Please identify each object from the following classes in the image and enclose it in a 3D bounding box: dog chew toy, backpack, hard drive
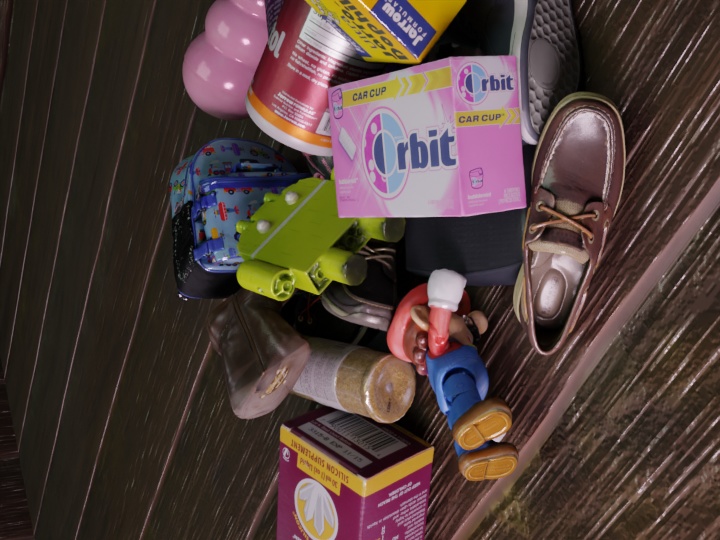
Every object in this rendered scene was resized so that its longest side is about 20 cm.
[{"bbox_3d":[-0.151,-0.296,1.204,0.201,0.123,0.125,-61,41,27],"label":"dog chew toy"},{"bbox_3d":[-0.137,-0.074,1.128,0.135,0.180,0.203,132,134,-54],"label":"backpack"},{"bbox_3d":[0.102,-0.054,0.849,0.199,0.042,0.137,-2,89,60],"label":"hard drive"}]

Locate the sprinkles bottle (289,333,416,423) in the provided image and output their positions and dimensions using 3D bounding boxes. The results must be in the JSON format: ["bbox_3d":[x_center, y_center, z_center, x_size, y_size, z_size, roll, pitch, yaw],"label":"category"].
[{"bbox_3d":[-0.033,0.104,0.960,0.199,0.068,0.069,7,97,50],"label":"sprinkles bottle"}]

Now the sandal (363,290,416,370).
[{"bbox_3d":[0.032,0.100,0.988,0.200,0.042,0.077,-48,58,37],"label":"sandal"}]

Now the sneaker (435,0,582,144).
[{"bbox_3d":[0.106,-0.188,0.790,0.145,0.076,0.205,-15,69,47],"label":"sneaker"}]

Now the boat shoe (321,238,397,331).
[{"bbox_3d":[0.000,0.000,0.956,0.200,0.074,0.074,-119,44,-69],"label":"boat shoe"}]

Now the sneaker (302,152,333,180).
[{"bbox_3d":[-0.049,-0.148,1.085,0.200,0.078,0.097,49,143,49],"label":"sneaker"}]

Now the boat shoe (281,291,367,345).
[{"bbox_3d":[-0.048,0.058,1.059,0.074,0.063,0.201,-62,20,-17],"label":"boat shoe"}]

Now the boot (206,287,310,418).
[{"bbox_3d":[-0.076,0.043,0.951,0.187,0.064,0.200,-49,24,3],"label":"boot"}]

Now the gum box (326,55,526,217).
[{"bbox_3d":[0.045,-0.104,0.774,0.199,0.065,0.115,4,102,59],"label":"gum box"}]

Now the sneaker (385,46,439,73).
[{"bbox_3d":[0.015,-0.266,0.945,0.080,0.087,0.203,-42,57,50],"label":"sneaker"}]

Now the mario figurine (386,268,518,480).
[{"bbox_3d":[0.096,0.078,0.827,0.124,0.105,0.201,-63,29,30],"label":"mario figurine"}]

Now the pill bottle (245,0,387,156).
[{"bbox_3d":[-0.024,-0.218,0.870,0.113,0.112,0.201,56,129,42],"label":"pill bottle"}]

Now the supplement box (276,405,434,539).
[{"bbox_3d":[-0.011,0.254,0.957,0.130,0.102,0.203,22,117,41],"label":"supplement box"}]

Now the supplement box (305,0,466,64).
[{"bbox_3d":[0.046,-0.276,0.735,0.201,0.108,0.109,-55,26,-3],"label":"supplement box"}]

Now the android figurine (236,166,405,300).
[{"bbox_3d":[-0.050,-0.042,0.956,0.199,0.182,0.041,19,148,46],"label":"android figurine"}]

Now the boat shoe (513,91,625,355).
[{"bbox_3d":[0.156,-0.030,0.707,0.072,0.071,0.202,-70,-8,-64],"label":"boat shoe"}]

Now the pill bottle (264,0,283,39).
[{"bbox_3d":[-0.049,-0.283,1.024,0.112,0.111,0.203,-28,65,56],"label":"pill bottle"}]
